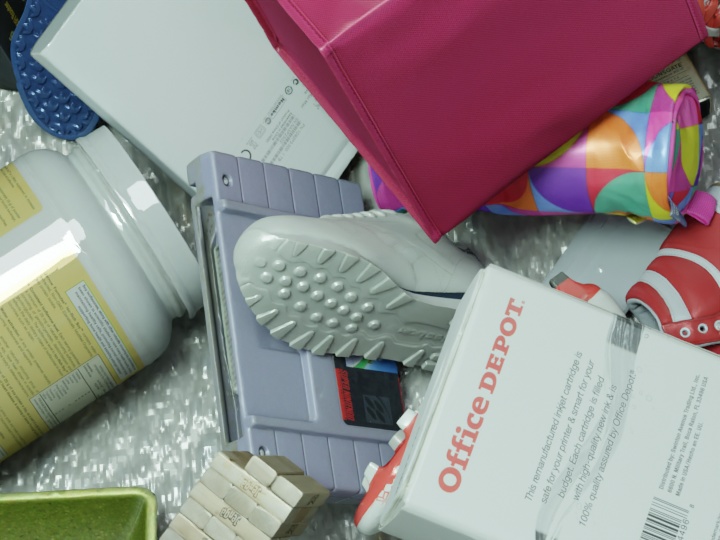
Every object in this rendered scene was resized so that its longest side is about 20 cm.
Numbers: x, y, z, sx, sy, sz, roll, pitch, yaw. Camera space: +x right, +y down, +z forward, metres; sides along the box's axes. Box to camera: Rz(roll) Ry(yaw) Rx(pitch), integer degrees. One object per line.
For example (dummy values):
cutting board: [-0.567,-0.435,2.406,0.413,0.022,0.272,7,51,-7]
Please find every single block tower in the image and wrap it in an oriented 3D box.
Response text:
block tower: [-0.098,0.186,1.399,0.054,0.058,0.200,37,96,16]

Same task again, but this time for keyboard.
keyboard: [0.113,0.045,1.533,0.056,0.011,0.200,29,75,25]

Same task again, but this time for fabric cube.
fabric cube: [0.042,-0.180,1.428,0.199,0.196,0.200,-37,54,-2]

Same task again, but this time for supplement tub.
supplement tub: [-0.201,0.020,1.516,0.199,0.146,0.146,-33,67,-7]

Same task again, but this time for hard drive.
hard drive: [-0.086,-0.117,1.549,0.200,0.026,0.132,42,73,-25]

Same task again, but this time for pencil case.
pencil case: [0.105,-0.067,1.508,0.199,0.088,0.089,5,68,21]

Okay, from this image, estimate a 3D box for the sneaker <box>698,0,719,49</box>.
sneaker: [0.204,-0.153,1.546,0.201,0.067,0.108,44,56,14]

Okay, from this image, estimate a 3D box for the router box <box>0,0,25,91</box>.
router box: [-0.232,-0.225,1.590,0.052,0.200,0.158,9,70,14]

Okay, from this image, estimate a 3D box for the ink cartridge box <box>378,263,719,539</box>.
ink cartridge box: [0.126,0.104,1.392,0.199,0.084,0.145,23,72,-4]

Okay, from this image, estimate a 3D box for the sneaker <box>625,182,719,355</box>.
sneaker: [0.244,0.045,1.485,0.200,0.071,0.112,37,73,27]

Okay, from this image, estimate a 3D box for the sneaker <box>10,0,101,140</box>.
sneaker: [-0.174,-0.182,1.595,0.070,0.201,0.078,12,33,17]

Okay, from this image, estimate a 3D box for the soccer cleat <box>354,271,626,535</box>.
soccer cleat: [0.081,0.089,1.464,0.200,0.069,0.085,-43,81,-15]

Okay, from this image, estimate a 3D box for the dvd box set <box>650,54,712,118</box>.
dvd box set: [0.110,-0.152,1.605,0.146,0.029,0.201,-26,68,-2]

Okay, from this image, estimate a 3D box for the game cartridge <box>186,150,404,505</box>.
game cartridge: [-0.034,0.035,1.500,0.038,0.129,0.201,-28,63,44]

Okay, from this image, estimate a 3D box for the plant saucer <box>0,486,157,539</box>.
plant saucer: [-0.211,0.231,1.484,0.199,0.048,0.201,-3,67,7]

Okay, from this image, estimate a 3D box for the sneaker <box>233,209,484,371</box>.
sneaker: [0.000,0.000,1.487,0.076,0.199,0.081,-38,51,30]
